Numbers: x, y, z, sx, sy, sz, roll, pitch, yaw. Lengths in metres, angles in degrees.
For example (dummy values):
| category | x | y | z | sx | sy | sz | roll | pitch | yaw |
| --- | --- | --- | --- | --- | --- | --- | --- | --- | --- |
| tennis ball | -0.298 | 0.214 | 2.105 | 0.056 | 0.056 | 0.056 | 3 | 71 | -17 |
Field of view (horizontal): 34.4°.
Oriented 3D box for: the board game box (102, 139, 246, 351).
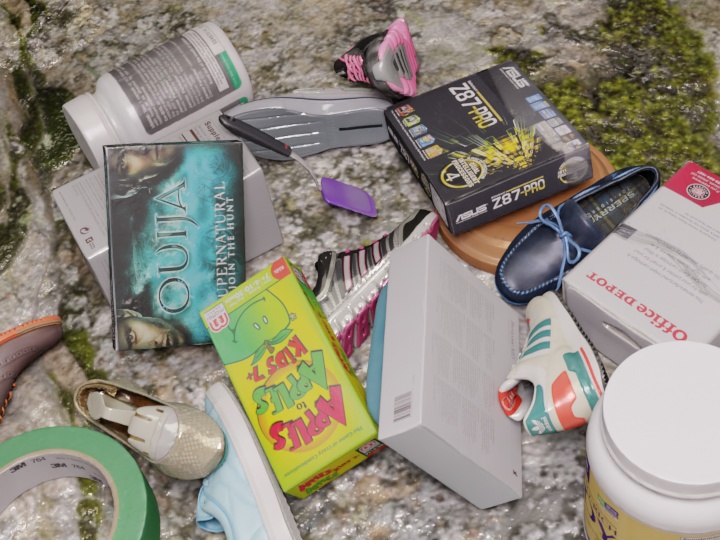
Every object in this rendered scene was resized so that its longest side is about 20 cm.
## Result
| category | x | y | z | sx | sy | sz | roll | pitch | yaw |
| --- | --- | --- | --- | --- | --- | --- | --- | --- | --- |
| board game box | -0.181 | -0.025 | 1.144 | 0.135 | 0.201 | 0.028 | -5 | 12 | -19 |

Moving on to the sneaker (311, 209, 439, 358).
| category | x | y | z | sx | sy | sz | roll | pitch | yaw |
| --- | --- | --- | --- | --- | --- | --- | --- | --- | --- |
| sneaker | 0.000 | 0.000 | 1.178 | 0.087 | 0.074 | 0.200 | 33 | 69 | 23 |

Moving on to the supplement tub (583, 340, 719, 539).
| category | x | y | z | sx | sy | sz | roll | pitch | yaw |
| --- | --- | --- | --- | --- | --- | --- | --- | --- | --- |
| supplement tub | 0.251 | 0.163 | 0.926 | 0.145 | 0.200 | 0.146 | -5 | 51 | 6 |

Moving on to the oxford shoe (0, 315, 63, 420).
| category | x | y | z | sx | sy | sz | roll | pitch | yaw |
| --- | --- | --- | --- | --- | --- | --- | --- | --- | --- |
| oxford shoe | -0.372 | 0.121 | 1.167 | 0.200 | 0.071 | 0.073 | -39 | 84 | -23 |

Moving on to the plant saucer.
| category | x | y | z | sx | sy | sz | roll | pitch | yaw |
| --- | --- | --- | --- | --- | --- | --- | --- | --- | --- |
| plant saucer | 0.177 | -0.080 | 1.238 | 0.199 | 0.032 | 0.201 | -5 | 51 | 6 |

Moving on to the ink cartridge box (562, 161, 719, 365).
| category | x | y | z | sx | sy | sz | roll | pitch | yaw |
| --- | --- | --- | --- | --- | --- | --- | --- | --- | --- |
| ink cartridge box | 0.309 | 0.010 | 1.110 | 0.200 | 0.084 | 0.145 | -40 | 57 | -20 |

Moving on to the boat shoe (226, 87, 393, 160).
| category | x | y | z | sx | sy | sz | roll | pitch | yaw |
| --- | --- | --- | --- | --- | --- | --- | --- | --- | --- |
| boat shoe | -0.057 | -0.173 | 1.338 | 0.199 | 0.074 | 0.067 | 0 | 36 | -3 |

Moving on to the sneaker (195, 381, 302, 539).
| category | x | y | z | sx | sy | sz | roll | pitch | yaw |
| --- | --- | --- | --- | --- | --- | --- | --- | --- | --- |
| sneaker | -0.120 | 0.190 | 1.050 | 0.082 | 0.074 | 0.200 | -26 | 50 | -3 |

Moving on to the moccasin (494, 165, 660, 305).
| category | x | y | z | sx | sy | sz | roll | pitch | yaw |
| --- | --- | --- | --- | --- | --- | --- | --- | --- | --- |
| moccasin | 0.211 | -0.047 | 1.146 | 0.200 | 0.068 | 0.080 | -41 | 81 | -13 |

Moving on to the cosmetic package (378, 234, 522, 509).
| category | x | y | z | sx | sy | sz | roll | pitch | yaw |
| --- | --- | --- | --- | --- | --- | --- | --- | --- | --- |
| cosmetic package | 0.084 | 0.090 | 1.044 | 0.052 | 0.151 | 0.201 | -26 | 42 | 34 |

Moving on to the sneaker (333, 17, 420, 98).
| category | x | y | z | sx | sy | sz | roll | pitch | yaw |
| --- | --- | --- | --- | --- | --- | --- | --- | --- | --- |
| sneaker | 0.014 | -0.234 | 1.331 | 0.095 | 0.079 | 0.200 | -12 | 16 | 10 |

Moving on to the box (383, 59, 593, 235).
| category | x | y | z | sx | sy | sz | roll | pitch | yaw |
| --- | --- | --- | --- | --- | --- | --- | --- | --- | --- |
| box | 0.131 | -0.135 | 1.234 | 0.160 | 0.049 | 0.200 | -20 | 40 | -5 |

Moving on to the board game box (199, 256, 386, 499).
| category | x | y | z | sx | sy | sz | roll | pitch | yaw |
| --- | --- | --- | --- | --- | --- | --- | --- | --- | --- |
| board game box | -0.063 | 0.098 | 1.087 | 0.101 | 0.048 | 0.201 | -33 | 63 | 7 |

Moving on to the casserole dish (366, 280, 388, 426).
| category | x | y | z | sx | sy | sz | roll | pitch | yaw |
| --- | --- | --- | --- | --- | --- | --- | --- | --- | --- |
| casserole dish | 0.052 | 0.088 | 1.081 | 0.039 | 0.121 | 0.201 | -26 | 39 | 32 |

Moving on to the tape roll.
| category | x | y | z | sx | sy | sz | roll | pitch | yaw |
| --- | --- | --- | --- | --- | --- | --- | --- | --- | --- |
| tape roll | -0.285 | 0.239 | 1.058 | 0.199 | 0.048 | 0.201 | -4 | 52 | 6 |

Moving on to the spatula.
| category | x | y | z | sx | sy | sz | roll | pitch | yaw |
| --- | --- | --- | --- | --- | --- | --- | --- | --- | --- |
| spatula | -0.066 | -0.113 | 1.236 | 0.021 | 0.200 | 0.057 | -47 | 27 | 22 |

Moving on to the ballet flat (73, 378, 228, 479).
| category | x | y | z | sx | sy | sz | roll | pitch | yaw |
| --- | --- | --- | --- | --- | --- | --- | --- | --- | --- |
| ballet flat | -0.201 | 0.144 | 1.071 | 0.199 | 0.062 | 0.068 | 12 | 84 | 47 |

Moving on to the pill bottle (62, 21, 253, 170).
| category | x | y | z | sx | sy | sz | roll | pitch | yaw |
| --- | --- | --- | --- | --- | --- | --- | --- | --- | --- |
| pill bottle | -0.234 | -0.195 | 1.348 | 0.199 | 0.113 | 0.113 | -31 | 53 | -15 |

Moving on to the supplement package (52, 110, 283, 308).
| category | x | y | z | sx | sy | sz | roll | pitch | yaw |
| --- | --- | --- | --- | --- | --- | --- | --- | --- | --- |
| supplement package | -0.200 | -0.056 | 1.230 | 0.199 | 0.117 | 0.117 | -28 | 50 | -13 |

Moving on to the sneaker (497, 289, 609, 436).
| category | x | y | z | sx | sy | sz | roll | pitch | yaw |
| --- | --- | --- | --- | --- | --- | --- | --- | --- | --- |
| sneaker | 0.161 | 0.084 | 1.052 | 0.093 | 0.071 | 0.200 | -25 | 23 | 3 |
